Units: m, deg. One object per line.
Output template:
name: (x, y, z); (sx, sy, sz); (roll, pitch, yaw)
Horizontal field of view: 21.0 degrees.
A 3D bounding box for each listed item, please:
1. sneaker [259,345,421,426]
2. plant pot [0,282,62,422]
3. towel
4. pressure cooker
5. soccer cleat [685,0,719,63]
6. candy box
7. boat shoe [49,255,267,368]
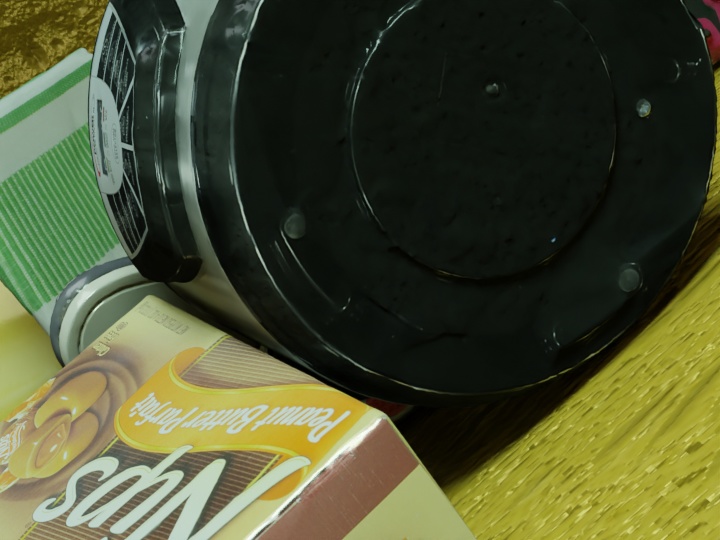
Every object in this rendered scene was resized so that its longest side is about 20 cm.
sneaker: (0.042, 0.001, 0.776); (0.200, 0.077, 0.082); (-47, -25, -3)
plant pot: (-0.152, 0.065, 0.896); (0.188, 0.201, 0.201); (-27, 11, 26)
towel: (-0.091, 0.010, 0.813); (0.023, 0.200, 0.153); (-33, 8, 27)
pressure cooker: (0.002, -0.050, 0.654); (0.176, 0.179, 0.200); (-48, 21, -8)
soccer cleat: (0.117, -0.099, 0.915); (0.200, 0.070, 0.086); (-44, 7, -27)
candy box: (-0.060, 0.077, 0.579); (0.115, 0.055, 0.200); (-42, 23, -12)
boat shoe: (-0.060, 0.021, 0.784); (0.200, 0.063, 0.073); (4, -71, -53)
